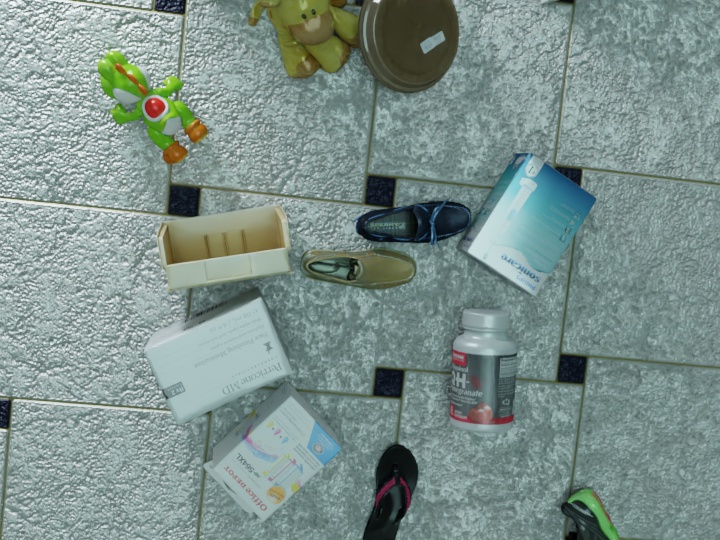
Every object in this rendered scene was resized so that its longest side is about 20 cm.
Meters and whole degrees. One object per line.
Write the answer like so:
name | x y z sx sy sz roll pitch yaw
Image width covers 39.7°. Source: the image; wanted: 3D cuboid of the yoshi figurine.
yoshi figurine | -0.346 -0.271 1.616 0.112 0.113 0.200 -25 118 35

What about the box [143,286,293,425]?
box | -0.224 0.131 1.600 0.198 0.200 0.131 -25 97 -5

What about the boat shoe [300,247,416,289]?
boat shoe | 0.000 0.000 1.680 0.199 0.076 0.072 -1 95 -8

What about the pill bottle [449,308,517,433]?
pill bottle | 0.211 0.169 1.706 0.110 0.111 0.201 2 95 -8

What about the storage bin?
storage bin | -0.215 -0.037 1.588 0.199 0.199 0.094 -8 100 -7

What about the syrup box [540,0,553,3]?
syrup box | 0.400 -0.515 1.684 0.199 0.081 0.079 -15 98 -5

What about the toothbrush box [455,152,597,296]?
toothbrush box | 0.282 -0.079 1.706 0.146 0.085 0.200 31 90 -10

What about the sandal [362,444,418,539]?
sandal | 0.055 0.404 1.739 0.075 0.045 0.201 13 93 -8

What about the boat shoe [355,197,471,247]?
boat shoe | 0.094 -0.072 1.689 0.199 0.069 0.084 -12 97 -6

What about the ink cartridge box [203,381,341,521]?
ink cartridge box | -0.150 0.307 1.663 0.200 0.125 0.129 -43 99 -3

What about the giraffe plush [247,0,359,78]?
giraffe plush | -0.083 -0.412 1.588 0.200 0.162 0.173 43 89 -9

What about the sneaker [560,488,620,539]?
sneaker | 0.421 0.486 1.790 0.084 0.077 0.200 -25 95 13

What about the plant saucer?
plant saucer | 0.087 -0.393 1.642 0.200 0.029 0.201 -6 102 -31
